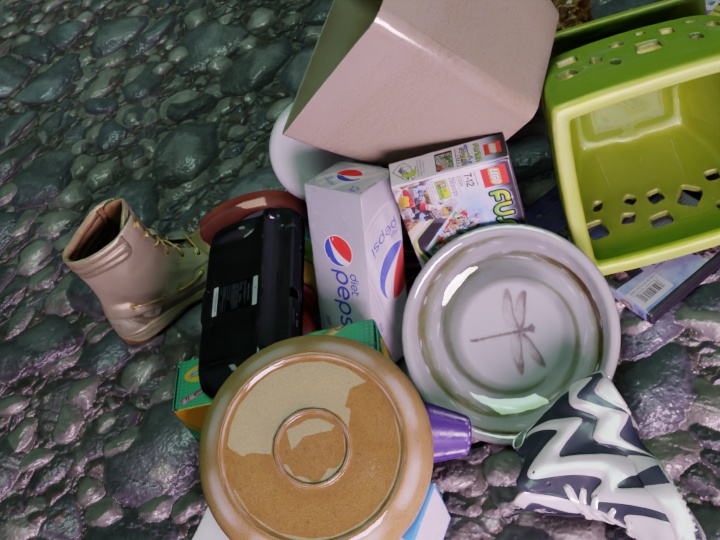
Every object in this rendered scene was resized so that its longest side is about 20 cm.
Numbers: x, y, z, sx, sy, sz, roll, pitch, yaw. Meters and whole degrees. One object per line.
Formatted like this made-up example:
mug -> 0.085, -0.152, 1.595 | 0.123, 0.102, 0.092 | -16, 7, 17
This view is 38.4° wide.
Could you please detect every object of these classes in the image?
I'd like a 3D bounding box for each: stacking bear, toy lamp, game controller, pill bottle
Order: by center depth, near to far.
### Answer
toy lamp -> -0.001, 0.141, 0.916 | 0.198, 0.058, 0.059 | 5, 49, -4
game controller -> -0.102, 0.026, 0.972 | 0.104, 0.042, 0.201 | -22, 46, 25
stacking bear -> -0.089, 0.022, 1.059 | 0.113, 0.121, 0.201 | -35, 41, 23
pill bottle -> -0.035, -0.126, 1.114 | 0.110, 0.111, 0.200 | -24, 3, 2

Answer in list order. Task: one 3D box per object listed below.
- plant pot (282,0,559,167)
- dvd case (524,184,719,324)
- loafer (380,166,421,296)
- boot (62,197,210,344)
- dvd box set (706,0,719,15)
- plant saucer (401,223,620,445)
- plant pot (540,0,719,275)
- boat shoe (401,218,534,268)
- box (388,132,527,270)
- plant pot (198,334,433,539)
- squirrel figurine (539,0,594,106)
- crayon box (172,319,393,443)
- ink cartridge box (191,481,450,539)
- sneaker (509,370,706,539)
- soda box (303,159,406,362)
plant pot -> 0.068, -0.204, 0.959 | 0.200, 0.176, 0.201 | -40, 27, 55
dvd case -> 0.273, -0.043, 1.051 | 0.142, 0.018, 0.200 | -37, 46, -12
loafer -> 0.033, -0.049, 1.122 | 0.075, 0.068, 0.201 | -11, 48, 13
boot -> -0.222, -0.031, 1.152 | 0.200, 0.156, 0.073 | -40, 48, -14
dvd box set -> 0.433, -0.268, 1.169 | 0.199, 0.029, 0.146 | 27, 64, 38
plant saucer -> 0.139, 0.058, 0.958 | 0.198, 0.050, 0.202 | 0, 88, 14
plant pot -> 0.272, -0.142, 0.993 | 0.197, 0.201, 0.182 | -15, 37, 6
boat shoe -> 0.082, -0.042, 1.049 | 0.198, 0.065, 0.072 | 6, 67, -4
box -> 0.106, -0.032, 0.984 | 0.109, 0.201, 0.035 | -14, 44, 11
plant pot -> -0.039, 0.148, 0.855 | 0.198, 0.028, 0.202 | -1, 73, 3
squirrel figurine -> 0.192, -0.271, 1.182 | 0.198, 0.142, 0.188 | -12, 76, -14
crayon box -> -0.061, 0.122, 0.977 | 0.198, 0.119, 0.059 | -13, 47, 12
ink cartridge box -> -0.035, 0.230, 0.907 | 0.199, 0.068, 0.116 | 8, 55, 27
sneaker -> 0.192, 0.191, 0.845 | 0.129, 0.079, 0.200 | -32, 56, 9
soda box -> 0.000, 0.000, 0.999 | 0.068, 0.201, 0.063 | 14, 34, 33
